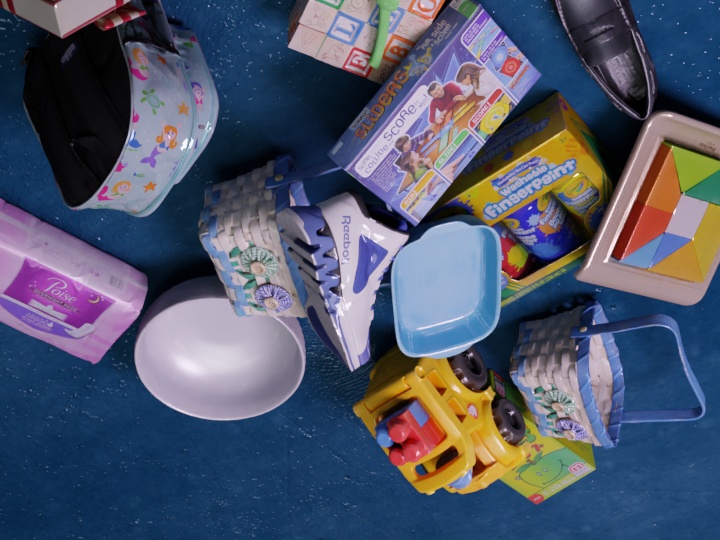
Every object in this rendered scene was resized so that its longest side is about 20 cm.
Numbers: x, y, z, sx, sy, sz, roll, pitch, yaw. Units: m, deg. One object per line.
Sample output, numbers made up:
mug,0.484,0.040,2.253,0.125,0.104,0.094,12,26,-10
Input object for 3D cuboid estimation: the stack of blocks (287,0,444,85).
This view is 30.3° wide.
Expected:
stack of blocks,0.023,-0.281,1.249,0.115,0.059,0.200,20,128,-18

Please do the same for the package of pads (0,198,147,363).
package of pads,-0.352,0.014,1.495,0.200,0.076,0.121,29,127,-24

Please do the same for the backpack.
backpack,-0.227,-0.151,1.271,0.151,0.200,0.178,12,132,-37

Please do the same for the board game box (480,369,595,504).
board game box,0.196,0.216,1.700,0.200,0.048,0.102,36,122,-28

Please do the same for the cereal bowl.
cereal bowl,-0.161,0.079,1.550,0.200,0.083,0.200,0,132,0

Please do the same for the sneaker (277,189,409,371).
sneaker,0.000,-0.001,1.321,0.115,0.081,0.199,-29,130,-17

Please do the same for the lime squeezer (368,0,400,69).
lime squeezer,0.058,-0.259,1.204,0.071,0.038,0.200,34,122,-27

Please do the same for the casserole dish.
casserole dish,0.087,0.013,1.415,0.121,0.039,0.200,-15,136,-9

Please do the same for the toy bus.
toy bus,0.088,0.190,1.549,0.136,0.192,0.200,-34,96,26

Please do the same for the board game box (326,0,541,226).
board game box,0.075,-0.153,1.297,0.200,0.034,0.135,-50,140,3

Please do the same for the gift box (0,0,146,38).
gift box,-0.236,-0.314,1.112,0.200,0.185,0.187,-34,140,-29

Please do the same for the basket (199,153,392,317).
basket,-0.056,-0.034,1.404,0.200,0.139,0.176,-16,130,6

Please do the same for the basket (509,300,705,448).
basket,0.290,0.125,1.559,0.200,0.139,0.176,-12,130,23

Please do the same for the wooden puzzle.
wooden puzzle,0.335,-0.058,1.396,0.185,0.037,0.200,12,111,-34

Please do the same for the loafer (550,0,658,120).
loafer,0.238,-0.230,1.289,0.068,0.070,0.201,-25,127,19

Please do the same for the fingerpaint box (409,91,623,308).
fingerpaint box,0.178,-0.069,1.430,0.200,0.073,0.167,-31,126,24
